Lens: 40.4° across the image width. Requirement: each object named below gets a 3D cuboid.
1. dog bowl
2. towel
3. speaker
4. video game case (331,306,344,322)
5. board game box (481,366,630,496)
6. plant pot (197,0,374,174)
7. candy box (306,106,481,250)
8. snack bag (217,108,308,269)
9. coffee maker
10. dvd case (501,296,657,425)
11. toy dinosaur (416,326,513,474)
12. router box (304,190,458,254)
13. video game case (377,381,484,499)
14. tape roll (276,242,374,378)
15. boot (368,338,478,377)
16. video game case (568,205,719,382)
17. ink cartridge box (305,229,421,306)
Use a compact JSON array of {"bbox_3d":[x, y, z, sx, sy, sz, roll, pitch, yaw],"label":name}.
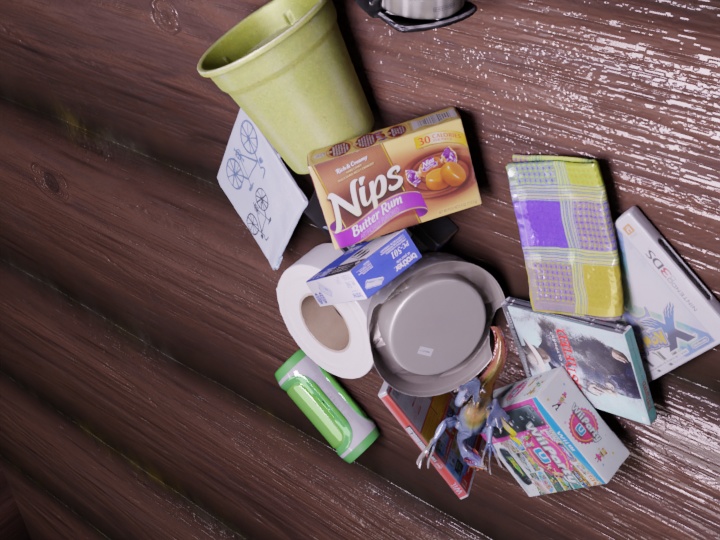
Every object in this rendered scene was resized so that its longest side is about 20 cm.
[{"bbox_3d":[0.096,0.067,1.310,0.059,0.196,0.203,-125,19,-58],"label":"dog bowl"},{"bbox_3d":[0.244,-0.037,1.168,0.142,0.023,0.204,11,120,49],"label":"towel"},{"bbox_3d":[-0.057,0.230,1.681,0.201,0.088,0.089,49,143,4],"label":"speaker"},{"bbox_3d":[0.032,0.088,1.526,0.200,0.019,0.143,47,143,9],"label":"video game case"},{"bbox_3d":[0.253,0.225,1.340,0.148,0.064,0.200,50,153,0],"label":"board game box"},{"bbox_3d":[-0.078,-0.237,1.259,0.198,0.201,0.186,-2,131,47],"label":"plant pot"},{"bbox_3d":[0.042,-0.115,1.221,0.057,0.196,0.119,-103,-5,-65],"label":"candy box"},{"bbox_3d":[-0.150,-0.129,1.506,0.202,0.021,0.189,56,144,19],"label":"snack bag"},{"bbox_3d":[0.040,-0.383,1.039,0.190,0.134,0.203,26,135,31],"label":"coffee maker"},{"bbox_3d":[0.277,0.114,1.252,0.198,0.022,0.148,16,137,50],"label":"dvd case"},{"bbox_3d":[0.167,0.204,1.334,0.104,0.202,0.182,29,167,10],"label":"toy dinosaur"},{"bbox_3d":[0.024,-0.071,1.375,0.200,0.052,0.158,45,142,10],"label":"router box"},{"bbox_3d":[0.108,0.214,1.430,0.017,0.143,0.201,-31,104,30],"label":"video game case"},{"bbox_3d":[-0.035,0.063,1.504,0.200,0.071,0.205,28,137,29],"label":"tape roll"},{"bbox_3d":[0.088,0.128,1.410,0.199,0.076,0.073,40,145,-18],"label":"boot"},{"bbox_3d":[0.324,0.043,1.177,0.183,0.022,0.200,49,143,4],"label":"video game case"},{"bbox_3d":[0.000,0.000,1.288,0.045,0.093,0.200,56,162,-7],"label":"ink cartridge box"}]
